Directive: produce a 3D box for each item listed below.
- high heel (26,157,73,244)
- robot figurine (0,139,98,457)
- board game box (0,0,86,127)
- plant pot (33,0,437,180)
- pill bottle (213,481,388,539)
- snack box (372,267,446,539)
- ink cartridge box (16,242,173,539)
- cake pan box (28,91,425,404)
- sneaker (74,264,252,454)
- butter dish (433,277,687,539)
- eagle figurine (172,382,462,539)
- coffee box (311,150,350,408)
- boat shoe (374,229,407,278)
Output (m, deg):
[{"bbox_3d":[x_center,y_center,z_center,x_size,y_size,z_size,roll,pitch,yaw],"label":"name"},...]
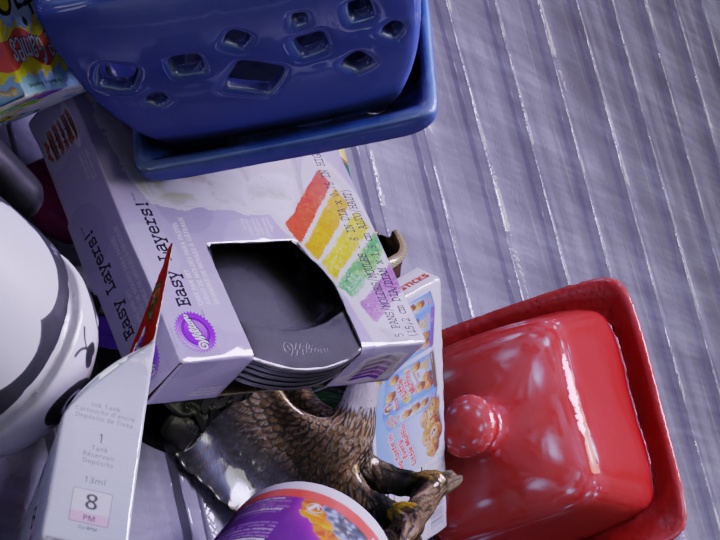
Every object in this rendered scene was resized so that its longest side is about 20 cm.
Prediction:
[{"bbox_3d":[-0.154,-0.075,1.501,0.096,0.068,0.200,34,21,-15],"label":"high heel"},{"bbox_3d":[-0.212,0.011,1.199,0.200,0.150,0.125,46,3,-45],"label":"robot figurine"},{"bbox_3d":[-0.231,-0.175,1.334,0.105,0.103,0.201,-24,94,-67],"label":"board game box"},{"bbox_3d":[-0.059,-0.168,1.350,0.180,0.199,0.201,72,10,-50],"label":"plant pot"},{"bbox_3d":[-0.058,0.211,1.407,0.112,0.111,0.200,65,26,-14],"label":"pill bottle"},{"bbox_3d":[0.025,0.102,1.661,0.072,0.024,0.201,-28,128,-38],"label":"snack box"},{"bbox_3d":[-0.145,0.104,1.247,0.057,0.163,0.201,12,48,-14],"label":"ink cartridge box"},{"bbox_3d":[-0.075,-0.017,1.418,0.183,0.052,0.201,-3,59,-39],"label":"cake pan box"},{"bbox_3d":[-0.095,0.060,1.451,0.199,0.069,0.100,9,70,-30],"label":"sneaker"},{"bbox_3d":[0.103,0.115,1.748,0.148,0.199,0.201,16,58,-61],"label":"butter dish"},{"bbox_3d":[-0.034,0.101,1.568,0.151,0.199,0.152,-56,172,-22],"label":"eagle figurine"},{"bbox_3d":[-0.034,-0.002,1.725,0.123,0.044,0.201,19,55,-61],"label":"coffee box"},{"bbox_3d":[-0.001,0.005,1.647,0.202,0.075,0.075,47,34,-38],"label":"boat shoe"}]
